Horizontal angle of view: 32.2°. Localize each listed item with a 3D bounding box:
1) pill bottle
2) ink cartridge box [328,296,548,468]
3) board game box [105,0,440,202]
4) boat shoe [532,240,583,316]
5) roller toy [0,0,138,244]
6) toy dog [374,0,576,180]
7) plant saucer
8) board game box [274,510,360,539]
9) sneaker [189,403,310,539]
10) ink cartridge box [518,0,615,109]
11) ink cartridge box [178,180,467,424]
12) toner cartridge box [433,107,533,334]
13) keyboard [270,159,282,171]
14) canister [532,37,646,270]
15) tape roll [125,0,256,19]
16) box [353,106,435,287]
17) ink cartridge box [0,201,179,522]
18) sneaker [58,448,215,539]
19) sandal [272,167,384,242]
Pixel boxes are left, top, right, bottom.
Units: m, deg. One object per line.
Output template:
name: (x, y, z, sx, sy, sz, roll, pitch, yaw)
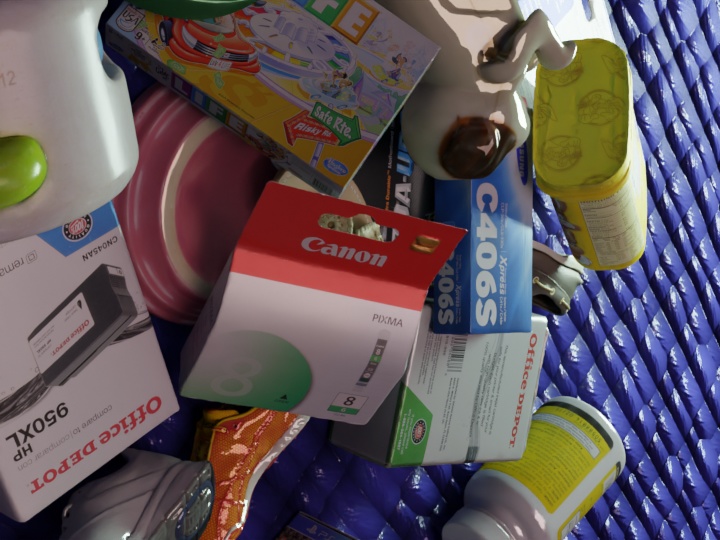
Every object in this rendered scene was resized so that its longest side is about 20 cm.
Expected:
pill bottle: (0.176, 0.229, 1.283, 0.200, 0.111, 0.112, -39, 127, -33)
ink cartridge box: (0.077, 0.101, 1.163, 0.199, 0.083, 0.148, 8, 94, -47)
board game box: (-0.061, -0.160, 0.885, 0.199, 0.034, 0.135, 34, 70, -1)
boat shoe: (0.157, 0.002, 1.228, 0.201, 0.072, 0.061, 16, 85, -51)
roller toy: (-0.228, -0.103, 0.712, 0.182, 0.199, 0.141, -37, 126, -50)
toy dog: (0.076, -0.170, 0.970, 0.193, 0.139, 0.202, -17, 106, -27)
plant saucer: (-0.106, -0.054, 0.950, 0.200, 0.051, 0.202, -17, 114, -43)
board game box: (-0.055, 0.346, 1.083, 0.200, 0.096, 0.160, -47, 131, -27)
sneaker: (-0.114, 0.155, 1.000, 0.077, 0.073, 0.201, 42, 63, -27)
ink cartridge box: (0.162, -0.222, 1.189, 0.200, 0.043, 0.199, -45, 131, -26)
ink cartridge box: (-0.030, 0.033, 0.921, 0.160, 0.050, 0.200, 12, 138, -21)
toner cartridge box: (0.108, -0.045, 1.090, 0.095, 0.043, 0.202, 1, 89, -49)
keyboard: (-0.003, -0.142, 0.994, 0.201, 0.011, 0.056, -57, 133, -24)
canister: (0.221, -0.101, 1.172, 0.200, 0.086, 0.150, 52, 39, -61)
tape roll: (-0.114, -0.272, 0.828, 0.199, 0.048, 0.203, 2, 86, -28)
box: (0.024, -0.083, 1.081, 0.158, 0.046, 0.202, -6, 104, -46)
ink cartridge box: (-0.221, 0.040, 0.830, 0.144, 0.084, 0.201, -35, 125, -34)
sneaker: (-0.183, 0.200, 0.889, 0.200, 0.086, 0.075, -46, 146, -54)
sandal: (0.004, -0.004, 0.983, 0.078, 0.069, 0.212, -46, 139, -17)
